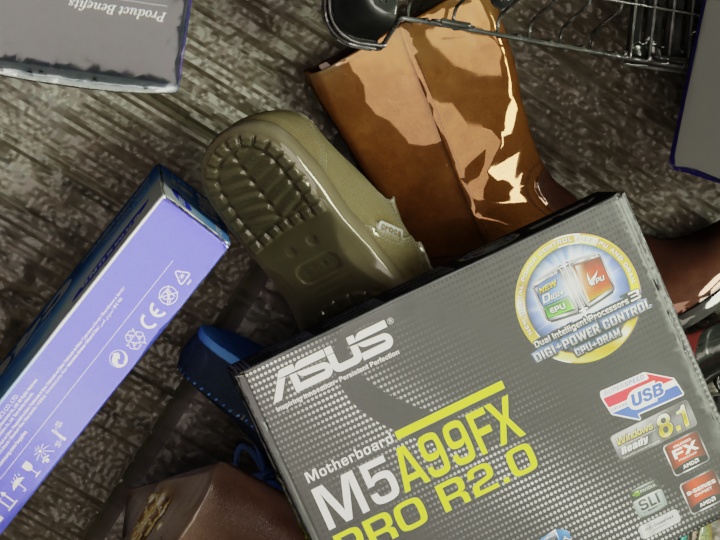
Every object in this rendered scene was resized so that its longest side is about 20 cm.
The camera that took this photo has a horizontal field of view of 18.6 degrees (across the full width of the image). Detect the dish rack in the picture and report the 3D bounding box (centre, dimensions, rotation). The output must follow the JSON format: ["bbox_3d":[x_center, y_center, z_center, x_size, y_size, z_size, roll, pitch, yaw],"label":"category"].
[{"bbox_3d":[0.089,-0.173,1.063,0.200,0.055,0.154,8,87,-14],"label":"dish rack"}]

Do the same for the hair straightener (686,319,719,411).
[{"bbox_3d":[0.184,0.046,1.143,0.200,0.041,0.077,-29,148,3],"label":"hair straightener"}]

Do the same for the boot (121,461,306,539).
[{"bbox_3d":[-0.004,0.123,1.061,0.200,0.064,0.187,27,105,-20],"label":"boot"}]

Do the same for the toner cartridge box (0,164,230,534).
[{"bbox_3d":[-0.143,0.044,1.075,0.043,0.095,0.200,38,95,-13],"label":"toner cartridge box"}]

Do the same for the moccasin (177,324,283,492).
[{"bbox_3d":[-0.016,0.106,1.114,0.200,0.080,0.068,37,100,-12],"label":"moccasin"}]

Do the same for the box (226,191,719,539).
[{"bbox_3d":[0.061,0.076,1.019,0.200,0.044,0.161,-24,97,-8],"label":"box"}]

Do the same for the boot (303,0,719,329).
[{"bbox_3d":[0.093,-0.053,1.113,0.188,0.068,0.200,-22,97,6],"label":"boot"}]

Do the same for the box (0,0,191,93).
[{"bbox_3d":[-0.123,-0.191,0.999,0.104,0.148,0.200,7,103,-9],"label":"box"}]

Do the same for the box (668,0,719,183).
[{"bbox_3d":[0.268,-0.120,1.050,0.200,0.105,0.184,3,103,-35],"label":"box"}]

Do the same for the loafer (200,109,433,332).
[{"bbox_3d":[0.000,0.000,1.071,0.076,0.067,0.200,-18,115,30],"label":"loafer"}]

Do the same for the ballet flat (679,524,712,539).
[{"bbox_3d":[0.150,0.198,1.168,0.071,0.071,0.200,19,99,-11],"label":"ballet flat"}]

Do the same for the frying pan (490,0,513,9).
[{"bbox_3d":[0.114,-0.218,1.028,0.115,0.031,0.191,-1,97,-11],"label":"frying pan"}]
